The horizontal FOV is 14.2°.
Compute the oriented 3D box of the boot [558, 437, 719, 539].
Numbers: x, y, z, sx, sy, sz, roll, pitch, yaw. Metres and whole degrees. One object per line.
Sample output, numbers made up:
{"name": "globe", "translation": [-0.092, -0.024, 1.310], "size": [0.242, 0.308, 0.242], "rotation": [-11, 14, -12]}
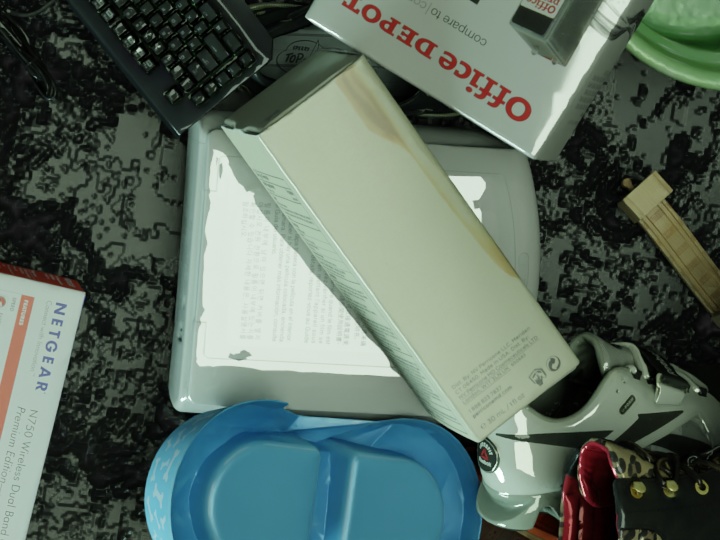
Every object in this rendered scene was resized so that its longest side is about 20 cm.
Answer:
{"name": "boot", "translation": [0.188, 0.101, 1.517], "size": [0.150, 0.073, 0.201], "rotation": [4, 106, -27]}

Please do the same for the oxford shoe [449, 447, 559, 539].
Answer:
{"name": "oxford shoe", "translation": [0.123, 0.178, 1.607], "size": [0.071, 0.200, 0.073], "rotation": [-3, 122, -54]}

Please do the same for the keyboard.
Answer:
{"name": "keyboard", "translation": [-0.151, -0.155, 1.541], "size": [0.127, 0.021, 0.200], "rotation": [-39, 89, 10]}

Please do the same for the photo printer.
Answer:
{"name": "photo printer", "translation": [0.000, 0.000, 1.592], "size": [0.199, 0.069, 0.167], "rotation": [3, 97, -13]}

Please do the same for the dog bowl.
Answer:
{"name": "dog bowl", "translation": [-0.028, 0.128, 1.563], "size": [0.200, 0.050, 0.112], "rotation": [9, 88, -33]}

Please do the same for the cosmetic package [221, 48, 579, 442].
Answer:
{"name": "cosmetic package", "translation": [0.020, -0.015, 1.506], "size": [0.071, 0.105, 0.200], "rotation": [-37, 104, -7]}

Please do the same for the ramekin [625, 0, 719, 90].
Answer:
{"name": "ramekin", "translation": [0.196, -0.201, 1.591], "size": [0.199, 0.098, 0.201], "rotation": [-2, 98, -11]}

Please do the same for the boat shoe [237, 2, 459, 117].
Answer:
{"name": "boat shoe", "translation": [0.024, -0.120, 1.582], "size": [0.199, 0.066, 0.075], "rotation": [4, 98, -12]}

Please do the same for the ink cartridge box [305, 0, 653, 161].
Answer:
{"name": "ink cartridge box", "translation": [0.085, -0.175, 1.487], "size": [0.147, 0.083, 0.200], "rotation": [31, 97, 7]}

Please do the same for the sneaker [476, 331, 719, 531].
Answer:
{"name": "sneaker", "translation": [0.150, 0.071, 1.595], "size": [0.200, 0.074, 0.089], "rotation": [-19, 117, -34]}

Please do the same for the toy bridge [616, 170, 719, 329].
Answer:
{"name": "toy bridge", "translation": [0.216, 0.023, 1.640], "size": [0.027, 0.067, 0.200], "rotation": [-41, 88, -4]}

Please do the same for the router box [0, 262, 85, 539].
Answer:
{"name": "router box", "translation": [-0.259, 0.085, 1.561], "size": [0.179, 0.049, 0.201], "rotation": [14, 95, -13]}
